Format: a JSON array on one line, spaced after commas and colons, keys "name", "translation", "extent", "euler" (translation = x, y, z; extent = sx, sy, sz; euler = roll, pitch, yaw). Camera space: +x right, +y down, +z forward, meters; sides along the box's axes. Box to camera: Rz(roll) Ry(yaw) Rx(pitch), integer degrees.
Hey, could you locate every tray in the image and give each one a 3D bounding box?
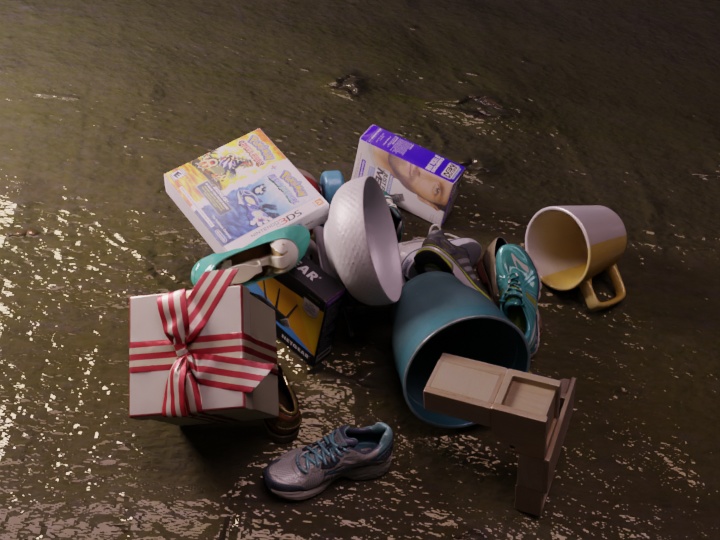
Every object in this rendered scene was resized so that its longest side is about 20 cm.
[{"name": "tray", "translation": [0.000, 0.000, 1.565], "extent": [0.199, 0.022, 0.108], "euler": [23, 40, -37]}]

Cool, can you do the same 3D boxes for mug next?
[{"name": "mug", "translation": [0.404, -0.035, 1.746], "extent": [0.152, 0.189, 0.149], "euler": [-14, 17, -38]}]

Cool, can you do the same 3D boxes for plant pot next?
[{"name": "plant pot", "translation": [0.134, 0.105, 1.480], "extent": [0.198, 0.202, 0.188], "euler": [-2, 30, -16]}]

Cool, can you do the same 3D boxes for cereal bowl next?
[{"name": "cereal bowl", "translation": [-0.002, -0.040, 1.470], "extent": [0.083, 0.201, 0.201], "euler": [-12, 41, 16]}]

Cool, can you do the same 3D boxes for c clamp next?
[{"name": "c clamp", "translation": [0.051, 0.046, 1.629], "extent": [0.198, 0.027, 0.172], "euler": [-5, 42, -18]}]

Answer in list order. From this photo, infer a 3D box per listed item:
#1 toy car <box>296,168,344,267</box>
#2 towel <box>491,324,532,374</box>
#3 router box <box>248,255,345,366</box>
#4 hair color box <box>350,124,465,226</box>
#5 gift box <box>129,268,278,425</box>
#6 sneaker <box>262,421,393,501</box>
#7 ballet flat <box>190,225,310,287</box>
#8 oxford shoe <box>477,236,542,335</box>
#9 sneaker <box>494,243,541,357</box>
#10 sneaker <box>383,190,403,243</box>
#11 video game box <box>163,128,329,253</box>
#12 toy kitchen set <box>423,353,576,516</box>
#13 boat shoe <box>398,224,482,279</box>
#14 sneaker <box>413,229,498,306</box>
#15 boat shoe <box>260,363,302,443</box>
[{"name": "toy car", "translation": [-0.112, -0.046, 1.585], "extent": [0.182, 0.177, 0.202], "euler": [-5, 59, -11]}, {"name": "towel", "translation": [0.226, 0.139, 1.533], "extent": [0.018, 0.086, 0.201], "euler": [-22, 54, -16]}, {"name": "router box", "translation": [-0.121, 0.033, 1.503], "extent": [0.199, 0.150, 0.051], "euler": [37, 47, 23]}, {"name": "hair color box", "translation": [0.087, -0.178, 1.800], "extent": [0.199, 0.110, 0.065], "euler": [26, 45, 12]}, {"name": "gift box", "translation": [-0.199, 0.110, 1.300], "extent": [0.198, 0.187, 0.186], "euler": [-11, 75, 10]}, {"name": "sneaker", "translation": [-0.044, 0.254, 1.344], "extent": [0.198, 0.087, 0.078], "euler": [-12, 48, -25]}, {"name": "ballet flat", "translation": [-0.144, -0.009, 1.380], "extent": [0.199, 0.068, 0.070], "euler": [-22, 26, -28]}, {"name": "oxford shoe", "translation": [0.262, 0.028, 1.661], "extent": [0.070, 0.075, 0.201], "euler": [-7, 49, -24]}, {"name": "sneaker", "translation": [0.260, 0.046, 1.586], "extent": [0.077, 0.080, 0.202], "euler": [-12, 68, 17]}, {"name": "sneaker", "translation": [0.046, -0.096, 1.721], "extent": [0.071, 0.080, 0.201], "euler": [3, 39, -9]}, {"name": "video game box", "translation": [-0.176, -0.113, 1.485], "extent": [0.181, 0.047, 0.200], "euler": [-29, 60, -26]}, {"name": "toy kitchen set", "translation": [0.207, 0.209, 1.394], "extent": [0.179, 0.201, 0.164], "euler": [12, 42, 21]}, {"name": "boat shoe", "translation": [0.125, -0.035, 1.679], "extent": [0.201, 0.075, 0.086], "euler": [-12, 43, -42]}, {"name": "sneaker", "translation": [0.169, 0.009, 1.597], "extent": [0.200, 0.073, 0.081], "euler": [47, 45, -29]}, {"name": "boat shoe", "translation": [-0.142, 0.158, 1.429], "extent": [0.071, 0.068, 0.200], "euler": [-20, 53, -31]}]
